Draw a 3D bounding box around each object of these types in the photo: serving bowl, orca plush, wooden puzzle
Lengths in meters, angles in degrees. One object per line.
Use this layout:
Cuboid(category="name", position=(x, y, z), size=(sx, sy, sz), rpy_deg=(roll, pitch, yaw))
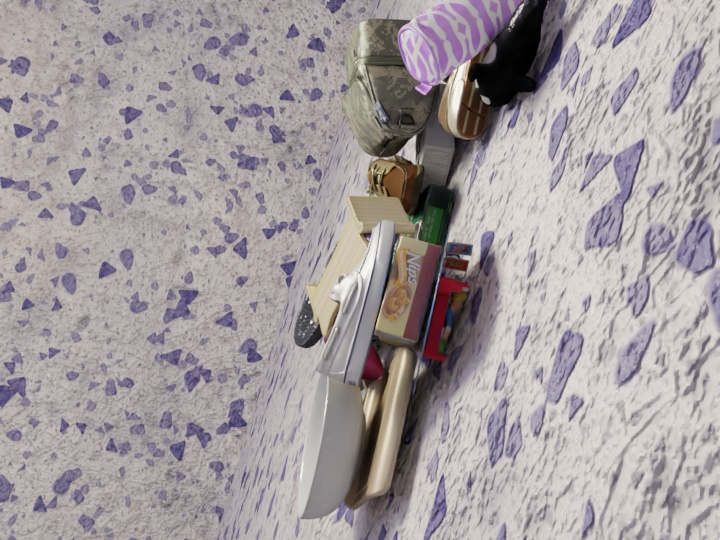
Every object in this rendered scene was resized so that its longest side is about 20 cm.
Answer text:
Cuboid(category="serving bowl", position=(-0.033, 0.225, 1.068), size=(0.200, 0.065, 0.203), rpy_deg=(-169, 90, -84))
Cuboid(category="orca plush", position=(0.199, -0.251, 0.974), size=(0.104, 0.071, 0.200), rpy_deg=(-23, -19, -36))
Cuboid(category="wooden puzzle", position=(0.029, 0.212, 1.065), size=(0.200, 0.037, 0.187), rpy_deg=(121, 164, -67))

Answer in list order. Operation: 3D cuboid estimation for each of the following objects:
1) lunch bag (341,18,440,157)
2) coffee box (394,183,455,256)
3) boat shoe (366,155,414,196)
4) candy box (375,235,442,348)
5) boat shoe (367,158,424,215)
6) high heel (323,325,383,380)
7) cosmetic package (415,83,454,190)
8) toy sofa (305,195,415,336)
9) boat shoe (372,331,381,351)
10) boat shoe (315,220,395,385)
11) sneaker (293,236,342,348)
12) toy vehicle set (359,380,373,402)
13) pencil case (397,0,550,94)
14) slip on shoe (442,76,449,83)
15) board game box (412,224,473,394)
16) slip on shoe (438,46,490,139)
Cuboid(category="lunch bag", position=(0.047, -0.266, 1.227), size=(0.200, 0.137, 0.170), rpy_deg=(160, 108, -80))
Cuboid(category="coffee box", position=(0.079, -0.041, 1.239), size=(0.200, 0.043, 0.124), rpy_deg=(138, 149, -72))
Cuboid(category="boat shoe", position=(0.044, -0.126, 1.354), size=(0.075, 0.068, 0.201), rpy_deg=(-46, 8, 36))
Cuboid(category="candy box", position=(0.061, 0.035, 1.040), size=(0.200, 0.055, 0.117), rpy_deg=(68, -143, -81))
Cuboid(category="boat shoe", position=(0.046, -0.129, 1.214), size=(0.200, 0.073, 0.077), rpy_deg=(-122, 42, -78))
Cuboid(category="high heel", position=(0.005, 0.139, 1.173), size=(0.068, 0.096, 0.200), rpy_deg=(-49, -19, 0))
Cuboid(category="cosmetic package", position=(0.116, -0.215, 1.293), size=(0.201, 0.050, 0.083), rpy_deg=(-84, 6, -50))
Cuboid(category="toy sofa", position=(0.000, 0.000, 1.122), size=(0.201, 0.082, 0.098), rpy_deg=(-63, 38, 42))
Cuboid(category="boat shoe", position=(0.020, 0.098, 1.298), size=(0.200, 0.074, 0.094), rpy_deg=(26, 134, 65))
Cuboid(category="boat shoe", position=(-0.006, 0.032, 0.975), size=(0.074, 0.064, 0.203), rpy_deg=(81, -156, -79))
Cuboid(category="sneaker", position=(-0.027, 0.041, 1.264), size=(0.070, 0.082, 0.201), rpy_deg=(22, 80, 54))
Cuboid(category="toy vehicle set", position=(-0.009, 0.217, 1.318), size=(0.200, 0.026, 0.126), rpy_deg=(-117, 46, -76))
Cuboid(category="pencil case", position=(0.139, -0.302, 0.990), size=(0.084, 0.199, 0.086), rpy_deg=(45, 161, 38))
Cuboid(category="slip on shoe", position=(0.141, -0.333, 1.268), size=(0.060, 0.076, 0.200), rpy_deg=(-41, 2, -10))
Cuboid(category="board game box", position=(0.100, 0.052, 0.954), size=(0.159, 0.038, 0.202), rpy_deg=(-72, -8, -46))
Cuboid(category="slip on shoe", position=(0.157, -0.280, 1.098), size=(0.061, 0.075, 0.203), rpy_deg=(37, 118, 55))
